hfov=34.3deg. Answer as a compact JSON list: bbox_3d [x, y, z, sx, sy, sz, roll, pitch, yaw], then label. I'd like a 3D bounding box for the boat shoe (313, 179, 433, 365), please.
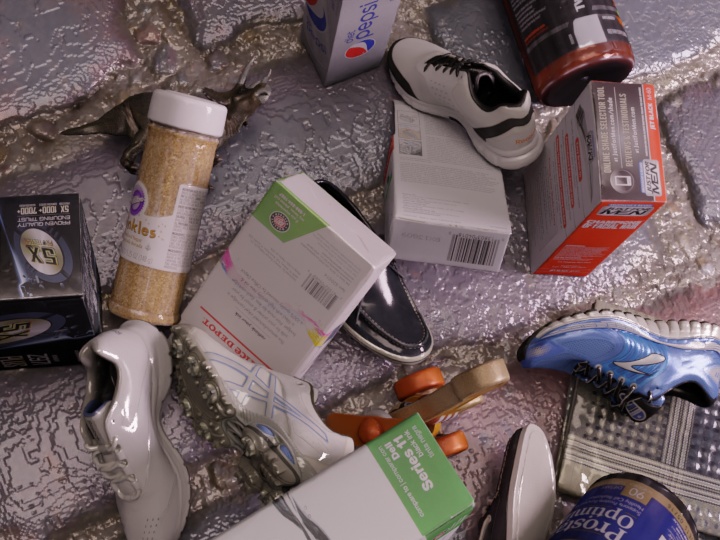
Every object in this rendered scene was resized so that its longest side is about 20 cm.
[{"bbox_3d":[0.000,0.000,1.078,0.074,0.062,0.201,-28,77,-35],"label":"boat shoe"}]

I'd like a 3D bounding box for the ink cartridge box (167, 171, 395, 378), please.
[{"bbox_3d":[-0.076,0.028,1.032,0.117,0.067,0.201,40,110,6],"label":"ink cartridge box"}]

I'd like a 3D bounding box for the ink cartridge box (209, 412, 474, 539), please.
[{"bbox_3d":[-0.026,0.206,0.869,0.199,0.147,0.084,-29,73,-16],"label":"ink cartridge box"}]

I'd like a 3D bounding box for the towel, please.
[{"bbox_3d":[0.286,0.141,1.102,0.198,0.035,0.195,18,74,-5],"label":"towel"}]

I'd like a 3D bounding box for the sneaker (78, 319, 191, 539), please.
[{"bbox_3d":[-0.199,0.145,0.977,0.074,0.087,0.203,-13,87,26],"label":"sneaker"}]

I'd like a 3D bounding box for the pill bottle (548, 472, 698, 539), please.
[{"bbox_3d":[0.195,0.265,0.963,0.112,0.112,0.200,46,44,7],"label":"pill bottle"}]

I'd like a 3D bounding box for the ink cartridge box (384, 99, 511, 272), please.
[{"bbox_3d":[0.079,-0.085,1.116,0.107,0.051,0.201,8,39,-6],"label":"ink cartridge box"}]

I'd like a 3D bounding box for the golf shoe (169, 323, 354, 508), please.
[{"bbox_3d":[-0.087,0.113,0.985,0.096,0.079,0.200,-21,54,-34],"label":"golf shoe"}]

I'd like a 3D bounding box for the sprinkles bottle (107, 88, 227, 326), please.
[{"bbox_3d":[-0.171,-0.055,1.032,0.067,0.068,0.203,13,97,-4],"label":"sprinkles bottle"}]

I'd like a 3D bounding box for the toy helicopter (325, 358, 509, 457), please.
[{"bbox_3d":[0.055,0.115,0.982,0.131,0.200,0.080,-12,74,-30],"label":"toy helicopter"}]

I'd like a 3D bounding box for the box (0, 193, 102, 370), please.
[{"bbox_3d":[-0.301,0.018,0.961,0.161,0.200,0.087,-4,71,-10],"label":"box"}]

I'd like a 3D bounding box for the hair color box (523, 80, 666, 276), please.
[{"bbox_3d":[0.209,-0.077,1.066,0.063,0.200,0.112,1,72,-8],"label":"hair color box"}]

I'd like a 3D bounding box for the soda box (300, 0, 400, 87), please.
[{"bbox_3d":[-0.009,-0.251,1.089,0.068,0.200,0.064,-23,77,-13],"label":"soda box"}]

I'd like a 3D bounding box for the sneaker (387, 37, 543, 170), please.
[{"bbox_3d":[0.100,-0.181,1.122,0.074,0.080,0.200,-39,56,-18],"label":"sneaker"}]

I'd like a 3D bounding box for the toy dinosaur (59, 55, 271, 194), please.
[{"bbox_3d":[-0.180,-0.133,1.105,0.197,0.077,0.103,-4,61,-4],"label":"toy dinosaur"}]

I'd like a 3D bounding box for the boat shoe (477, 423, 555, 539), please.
[{"bbox_3d":[0.131,0.236,1.029,0.074,0.060,0.203,24,64,-46],"label":"boat shoe"}]

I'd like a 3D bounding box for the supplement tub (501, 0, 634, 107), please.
[{"bbox_3d":[0.197,-0.276,1.177,0.106,0.107,0.202,-14,75,-12],"label":"supplement tub"}]

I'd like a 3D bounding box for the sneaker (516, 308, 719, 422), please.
[{"bbox_3d":[0.238,0.088,1.050,0.197,0.079,0.090,5,72,-8],"label":"sneaker"}]
